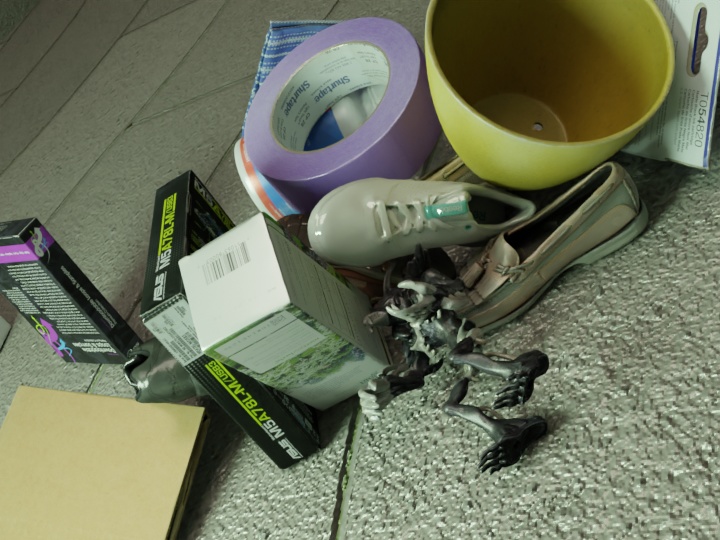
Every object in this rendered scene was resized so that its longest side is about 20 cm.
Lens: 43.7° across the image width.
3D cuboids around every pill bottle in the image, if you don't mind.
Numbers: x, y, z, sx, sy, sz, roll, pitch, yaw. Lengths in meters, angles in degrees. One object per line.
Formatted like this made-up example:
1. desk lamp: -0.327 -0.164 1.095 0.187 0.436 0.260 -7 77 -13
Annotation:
1. pill bottle: -0.035 -0.144 1.019 0.198 0.113 0.113 -28 33 13

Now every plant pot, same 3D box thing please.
1. plant pot: 0.143 -0.149 0.759 0.196 0.143 0.203 2 64 -4

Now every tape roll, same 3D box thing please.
1. tape roll: -0.017 -0.154 0.894 0.197 0.066 0.203 -17 53 23

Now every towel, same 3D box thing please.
1. towel: -0.054 -0.208 1.030 0.142 0.201 0.024 -6 62 -21

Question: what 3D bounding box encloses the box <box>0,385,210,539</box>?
1. box: -0.244 0.188 0.792 0.196 0.021 0.166 4 59 16

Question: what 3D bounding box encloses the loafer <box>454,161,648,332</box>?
1. loafer: 0.140 -0.020 0.745 0.198 0.063 0.072 -32 35 7

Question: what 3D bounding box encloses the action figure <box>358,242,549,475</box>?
1. action figure: 0.052 0.057 0.682 0.101 0.121 0.200 -9 29 -32

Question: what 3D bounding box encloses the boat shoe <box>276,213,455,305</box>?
1. boat shoe: 0.000 0.000 0.849 0.197 0.073 0.076 15 40 28

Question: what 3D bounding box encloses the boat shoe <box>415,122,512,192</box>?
1. boat shoe: 0.060 -0.079 0.875 0.198 0.064 0.073 -19 13 22

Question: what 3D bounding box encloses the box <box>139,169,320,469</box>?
1. box: -0.108 0.039 0.779 0.047 0.201 0.194 -30 34 9

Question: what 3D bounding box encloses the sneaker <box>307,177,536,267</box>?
1. sneaker: 0.055 -0.048 0.759 0.197 0.077 0.088 -8 0 -22

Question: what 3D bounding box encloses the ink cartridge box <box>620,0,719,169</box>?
1. ink cartridge box: 0.244 -0.203 0.770 0.040 0.203 0.199 -9 21 -27

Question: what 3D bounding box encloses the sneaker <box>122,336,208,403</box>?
1. sneaker: -0.177 0.081 0.846 0.089 0.077 0.200 -16 2 -10

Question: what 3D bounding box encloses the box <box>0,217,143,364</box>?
1. box: -0.349 0.029 1.019 0.141 0.201 0.036 -2 41 40

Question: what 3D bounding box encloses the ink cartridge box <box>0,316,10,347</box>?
1. ink cartridge box: -0.609 0.097 1.255 0.197 0.116 0.067 -24 34 18

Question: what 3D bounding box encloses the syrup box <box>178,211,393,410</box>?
1. syrup box: -0.051 0.041 0.716 0.078 0.200 0.082 -28 62 13
